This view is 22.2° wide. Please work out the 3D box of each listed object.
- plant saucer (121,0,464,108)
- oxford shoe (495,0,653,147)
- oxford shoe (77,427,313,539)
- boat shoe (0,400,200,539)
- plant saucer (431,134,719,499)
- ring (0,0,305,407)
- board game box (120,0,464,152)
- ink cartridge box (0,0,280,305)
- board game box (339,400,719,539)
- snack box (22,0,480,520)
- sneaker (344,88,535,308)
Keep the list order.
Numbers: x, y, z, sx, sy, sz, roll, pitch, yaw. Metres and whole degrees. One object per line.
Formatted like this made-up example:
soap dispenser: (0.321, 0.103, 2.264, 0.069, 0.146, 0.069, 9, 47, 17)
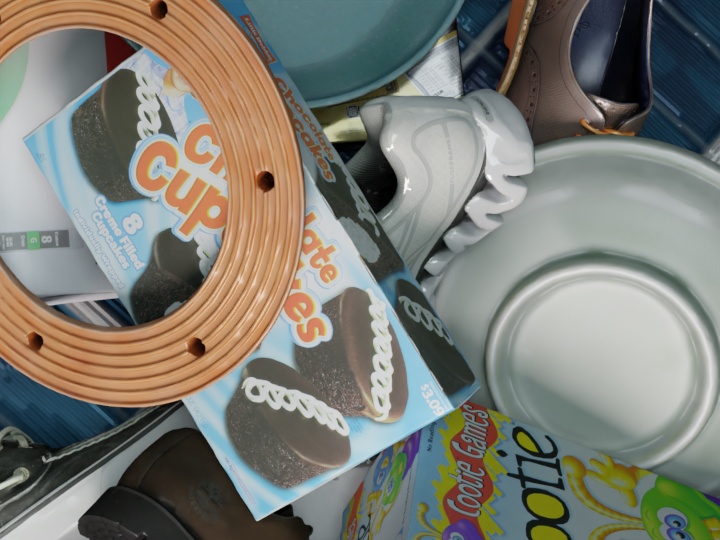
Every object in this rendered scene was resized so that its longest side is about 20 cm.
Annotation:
plant saucer: (-0.043, -0.168, 0.858, 0.200, 0.036, 0.200, 3, 80, -15)
oxford shoe: (0.096, -0.061, 0.880, 0.071, 0.073, 0.200, 5, 97, -23)
oxford shoe: (-0.041, 0.153, 0.852, 0.084, 0.073, 0.200, -53, 127, -33)
boat shoe: (-0.163, 0.109, 0.864, 0.200, 0.071, 0.064, -32, 80, -11)
plant saucer: (0.114, 0.039, 0.857, 0.200, 0.050, 0.200, 4, 111, 11)
ring: (-0.111, -0.039, 0.786, 0.200, 0.019, 0.201, 7, 108, 23)
board game box: (-0.053, -0.123, 0.904, 0.200, 0.035, 0.136, -5, 87, -4)
ink cartridge box: (-0.136, -0.066, 0.854, 0.200, 0.050, 0.161, -5, 87, 3)
board game box: (0.095, 0.152, 0.835, 0.200, 0.103, 0.105, 21, 41, -10)
snack box: (-0.049, -0.004, 0.798, 0.116, 0.037, 0.200, -32, 89, 28)
sneaker: (0.000, 0.000, 0.847, 0.081, 0.075, 0.200, 3, 124, -39)
